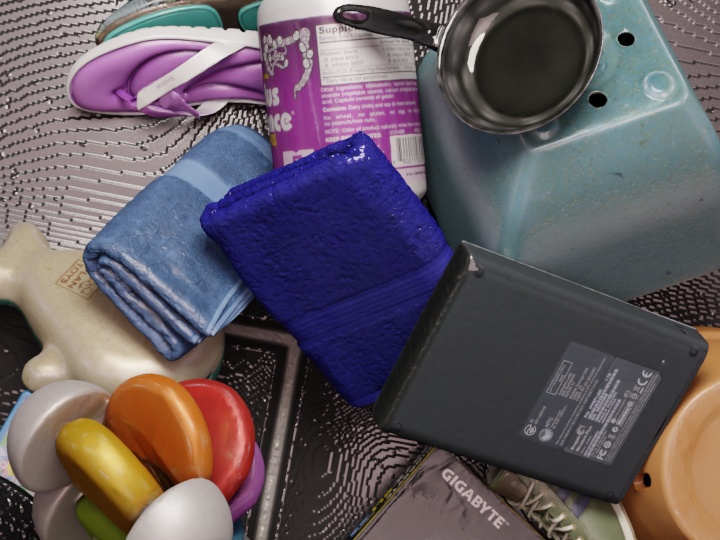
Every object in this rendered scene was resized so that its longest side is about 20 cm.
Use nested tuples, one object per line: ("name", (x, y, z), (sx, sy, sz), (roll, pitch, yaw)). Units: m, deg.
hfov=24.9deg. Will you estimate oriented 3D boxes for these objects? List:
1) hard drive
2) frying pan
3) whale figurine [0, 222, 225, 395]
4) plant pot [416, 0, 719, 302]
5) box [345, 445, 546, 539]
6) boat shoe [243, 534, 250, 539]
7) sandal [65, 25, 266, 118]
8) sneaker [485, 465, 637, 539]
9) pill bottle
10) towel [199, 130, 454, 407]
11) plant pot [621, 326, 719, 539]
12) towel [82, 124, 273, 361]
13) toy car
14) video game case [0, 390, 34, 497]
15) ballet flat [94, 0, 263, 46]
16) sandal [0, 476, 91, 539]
("hard drive", (0.125, 0.075, 1.126), (0.199, 0.033, 0.140), (20, 109, -23))
("frying pan", (0.070, -0.134, 1.058), (0.189, 0.031, 0.116), (-9, 70, 27))
("whale figurine", (-0.195, 0.043, 1.211), (0.199, 0.104, 0.159), (26, 53, 16))
("plant pot", (0.148, -0.099, 1.155), (0.195, 0.200, 0.197), (-19, 63, -6))
("box", (0.078, 0.254, 1.245), (0.200, 0.049, 0.160), (43, 87, -3))
("boat shoe", (-0.081, 0.256, 1.219), (0.064, 0.071, 0.200), (-38, 93, -6))
("sandal", (-0.119, -0.141, 1.219), (0.201, 0.083, 0.050), (-6, 51, -6))
("sneaker", (0.133, 0.161, 1.213), (0.089, 0.067, 0.201), (-7, 68, -32))
("pill bottle", (-0.016, -0.145, 1.167), (0.111, 0.112, 0.202), (-7, 94, -5))
("towel", (0.000, 0.000, 1.131), (0.147, 0.050, 0.200), (-23, 124, 26))
("plant pot", (0.272, 0.142, 1.220), (0.198, 0.140, 0.202), (0, 87, -4))
("towel", (-0.107, -0.029, 1.181), (0.112, 0.049, 0.200), (44, 44, -2))
("toy car", (-0.133, 0.148, 1.111), (0.175, 0.201, 0.150), (36, 61, 28))
("video game case", (-0.243, 0.212, 1.233), (0.143, 0.018, 0.201), (30, 86, -4))
("ballet flat", (-0.106, -0.208, 1.242), (0.199, 0.074, 0.075), (-11, 89, -8))
("sandal", (-0.215, 0.220, 1.208), (0.200, 0.048, 0.075), (38, 87, 10))
